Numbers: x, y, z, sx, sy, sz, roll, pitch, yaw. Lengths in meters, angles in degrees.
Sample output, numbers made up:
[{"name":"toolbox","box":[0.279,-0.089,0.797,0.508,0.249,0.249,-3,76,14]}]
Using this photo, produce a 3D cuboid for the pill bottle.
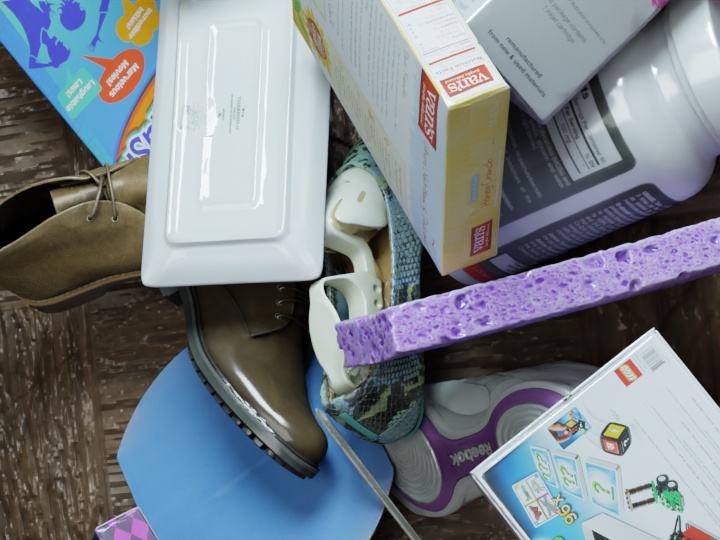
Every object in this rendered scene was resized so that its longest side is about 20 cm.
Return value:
[{"name":"pill bottle","box":[0.126,-0.078,1.431,0.200,0.116,0.116,-24,81,23]}]

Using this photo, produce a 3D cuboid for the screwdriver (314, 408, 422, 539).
[{"name":"screwdriver","box":[0.028,0.156,1.478,0.029,0.028,0.200,-41,110,3]}]

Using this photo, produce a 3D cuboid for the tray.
[{"name":"tray","box":[-0.072,-0.088,1.491,0.107,0.022,0.200,-3,68,13]}]

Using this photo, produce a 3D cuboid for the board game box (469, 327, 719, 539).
[{"name":"board game box","box":[0.167,0.147,1.354,0.126,0.035,0.200,-37,81,-3]}]

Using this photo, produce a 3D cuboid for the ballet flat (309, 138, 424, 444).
[{"name":"ballet flat","box":[0.000,0.000,1.482,0.074,0.074,0.200,-19,60,24]}]

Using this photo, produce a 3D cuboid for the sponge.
[{"name":"sponge","box":[0.093,0.014,1.398,0.200,0.112,0.030,-14,87,-15]}]

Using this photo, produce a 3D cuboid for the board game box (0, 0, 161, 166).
[{"name":"board game box","box":[-0.127,-0.146,1.587,0.152,0.045,0.200,-46,74,19]}]

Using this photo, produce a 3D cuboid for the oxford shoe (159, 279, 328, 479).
[{"name":"oxford shoe","box":[-0.057,0.034,1.519,0.084,0.073,0.200,-35,55,12]}]

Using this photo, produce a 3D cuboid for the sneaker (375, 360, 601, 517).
[{"name":"sneaker","box":[0.085,0.095,1.483,0.200,0.100,0.075,-9,95,48]}]

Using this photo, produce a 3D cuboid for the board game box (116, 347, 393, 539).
[{"name":"board game box","box":[-0.055,0.124,1.548,0.158,0.039,0.200,-37,55,13]}]

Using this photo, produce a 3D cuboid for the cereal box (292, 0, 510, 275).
[{"name":"cereal box","box":[0.017,-0.115,1.359,0.039,0.144,0.200,-21,58,-14]}]

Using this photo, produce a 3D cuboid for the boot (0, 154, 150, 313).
[{"name":"boot","box":[-0.140,-0.036,1.527,0.200,0.075,0.074,-26,58,21]}]

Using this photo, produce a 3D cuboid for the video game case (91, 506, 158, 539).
[{"name":"video game case","box":[-0.107,0.256,1.532,0.036,0.181,0.200,-27,75,-22]}]

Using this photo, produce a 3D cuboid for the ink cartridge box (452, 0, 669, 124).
[{"name":"ink cartridge box","box":[0.118,-0.195,1.384,0.200,0.085,0.145,-44,32,-1]}]
